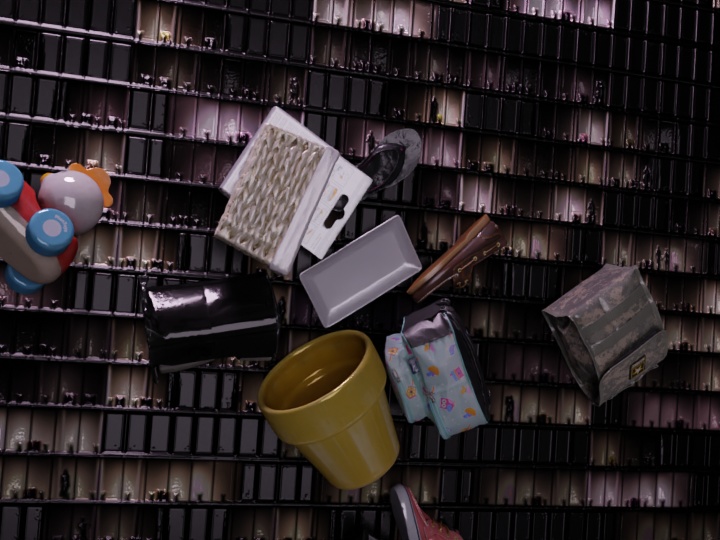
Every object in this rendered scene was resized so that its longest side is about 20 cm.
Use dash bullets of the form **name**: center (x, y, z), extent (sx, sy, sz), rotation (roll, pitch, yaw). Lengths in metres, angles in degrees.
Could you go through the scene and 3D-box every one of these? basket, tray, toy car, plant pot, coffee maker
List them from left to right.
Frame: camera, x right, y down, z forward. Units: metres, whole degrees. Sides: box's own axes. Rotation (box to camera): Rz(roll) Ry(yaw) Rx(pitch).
- **toy car**: center (-0.458, -0.099, 1.189), extent (0.177, 0.184, 0.201), rotation (45, 51, -8)
- **coffee maker**: center (-0.222, 0.077, 1.208), extent (0.197, 0.192, 0.137), rotation (-9, 74, -15)
- **basket**: center (-0.130, -0.107, 1.217), extent (0.122, 0.135, 0.202), rotation (24, 86, -10)
- **plant pot**: center (-0.034, 0.228, 1.260), extent (0.199, 0.200, 0.191), rotation (-31, 112, -12)
- **tray**: center (0.000, 0.000, 1.341), extent (0.198, 0.022, 0.108), rotation (-31, 112, -13)

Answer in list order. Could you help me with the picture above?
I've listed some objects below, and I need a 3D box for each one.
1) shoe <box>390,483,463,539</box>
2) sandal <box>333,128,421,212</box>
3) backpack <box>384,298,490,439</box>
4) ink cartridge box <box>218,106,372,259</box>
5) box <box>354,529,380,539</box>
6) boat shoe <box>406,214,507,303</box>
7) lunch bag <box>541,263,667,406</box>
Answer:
- **shoe**: center (0.117, 0.437, 1.348), extent (0.090, 0.071, 0.203), rotation (-19, 99, -15)
- **sandal**: center (0.028, -0.165, 1.346), extent (0.200, 0.048, 0.076), rotation (-38, 97, -11)
- **backpack**: center (0.125, 0.169, 1.302), extent (0.152, 0.176, 0.202), rotation (-29, 95, 4)
- **ink cartridge box**: center (-0.105, -0.140, 1.313), extent (0.199, 0.057, 0.164), rotation (35, 84, -16)
- **box**: center (0.036, 0.535, 1.305), extent (0.199, 0.044, 0.161), rotation (36, 106, -11)
- **boat shoe**: center (0.167, -0.008, 1.365), extent (0.199, 0.070, 0.071), rotation (-41, 94, -11)
- **lunch bag**: center (0.439, 0.117, 1.409), extent (0.163, 0.117, 0.202), rotation (-32, 102, -13)
